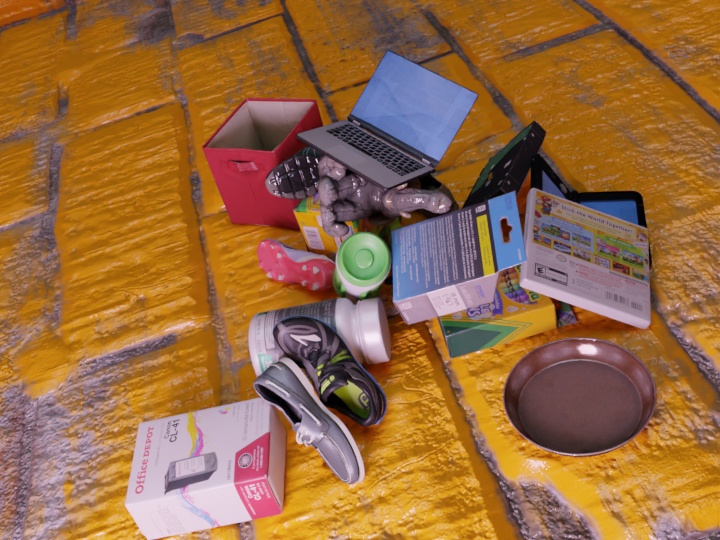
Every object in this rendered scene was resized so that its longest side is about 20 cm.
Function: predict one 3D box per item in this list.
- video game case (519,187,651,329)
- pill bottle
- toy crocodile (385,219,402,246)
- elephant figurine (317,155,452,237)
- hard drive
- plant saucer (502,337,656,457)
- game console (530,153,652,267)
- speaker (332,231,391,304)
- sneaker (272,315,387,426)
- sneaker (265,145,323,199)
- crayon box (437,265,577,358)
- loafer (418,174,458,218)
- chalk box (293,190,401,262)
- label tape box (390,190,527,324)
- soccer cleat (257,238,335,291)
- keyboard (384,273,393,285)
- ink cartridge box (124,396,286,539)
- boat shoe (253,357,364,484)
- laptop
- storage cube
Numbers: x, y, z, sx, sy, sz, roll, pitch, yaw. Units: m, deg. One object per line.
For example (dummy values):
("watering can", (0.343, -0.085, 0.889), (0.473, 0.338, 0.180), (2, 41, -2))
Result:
("video game case", (0.334, -0.021, 1.263), (0.197, 0.023, 0.184), (18, 52, -6))
("pill bottle", (-0.059, 0.104, 1.285), (0.197, 0.114, 0.114), (-11, 39, 9))
("toy crocodile", (0.095, -0.049, 1.416), (0.067, 0.063, 0.200), (-20, 13, -12))
("elephant figurine", (0.034, -0.122, 1.343), (0.196, 0.142, 0.157), (-5, 63, 0))
("hard drive", (0.243, -0.158, 1.484), (0.140, 0.038, 0.201), (-40, 15, 48))
("plant saucer", (0.289, 0.172, 1.137), (0.197, 0.035, 0.202), (-10, 38, 8))
("game console", (0.364, -0.098, 1.371), (0.116, 0.176, 0.201), (-30, 29, 31))
("speaker", (0.000, 0.000, 1.320), (0.087, 0.200, 0.090), (1, 79, -3))
("sneaker", (-0.041, 0.138, 1.187), (0.071, 0.200, 0.083), (-46, -3, 11))
("sneaker", (-0.078, -0.182, 1.484), (0.198, 0.076, 0.079), (-25, 25, -18))
("crayon box", (0.213, 0.048, 1.298), (0.197, 0.052, 0.127), (-16, 38, 1))
("loafer", (0.101, -0.156, 1.571), (0.076, 0.068, 0.199), (-39, 43, -25))
("chalk box", (-0.008, -0.116, 1.520), (0.122, 0.126, 0.201), (9, 46, 29))
("label tape box", (0.146, -0.017, 1.240), (0.197, 0.064, 0.146), (-17, 45, 18))
("soccer cleat", (-0.105, -0.010, 1.490), (0.076, 0.068, 0.199), (-7, 19, -42))
("keyboard", (0.139, -0.006, 1.358), (0.126, 0.021, 0.199), (-26, 16, -37))
("ink cartridge box", (-0.206, 0.267, 1.168), (0.197, 0.086, 0.149), (-12, 39, 5))
("boat shoe", (-0.072, 0.210, 1.148), (0.061, 0.073, 0.201), (-25, 68, -37))
("laptop", (0.040, -0.233, 1.301), (0.186, 0.117, 0.199), (32, 37, 27))
("storage cube", (-0.166, -0.207, 1.643), (0.169, 0.182, 0.201), (7, 43, 27))
